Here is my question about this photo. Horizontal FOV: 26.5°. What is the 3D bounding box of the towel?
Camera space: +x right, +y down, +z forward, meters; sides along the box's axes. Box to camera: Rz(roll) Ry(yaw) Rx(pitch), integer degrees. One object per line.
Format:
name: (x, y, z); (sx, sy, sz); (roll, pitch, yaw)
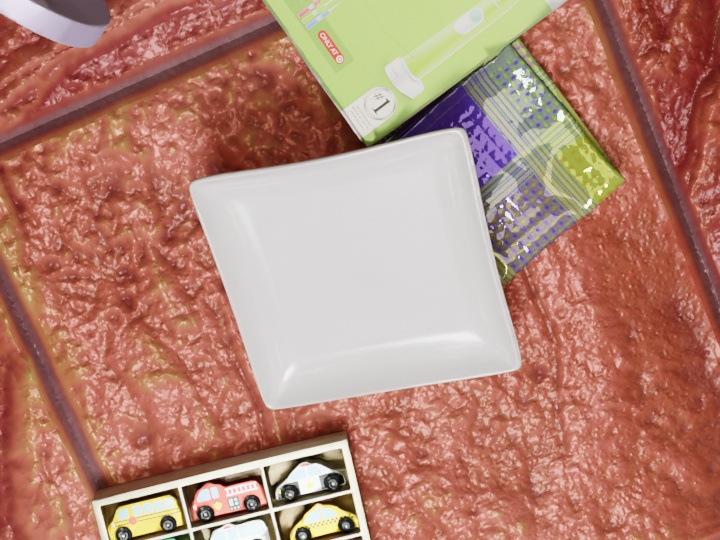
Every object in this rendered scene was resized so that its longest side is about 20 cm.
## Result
towel: (0.078, -0.055, 1.122); (0.200, 0.023, 0.144); (-38, 98, 5)

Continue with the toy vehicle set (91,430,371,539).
toy vehicle set: (-0.092, 0.206, 1.160); (0.198, 0.027, 0.125); (-14, 100, 1)

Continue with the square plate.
square plate: (0.000, 0.000, 1.091); (0.198, 0.029, 0.199); (-10, 120, 12)

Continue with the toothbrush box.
toothbrush box: (0.041, -0.205, 1.064); (0.199, 0.086, 0.146); (-36, 99, 5)

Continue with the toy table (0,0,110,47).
toy table: (-0.227, -0.254, 1.012); (0.199, 0.184, 0.117); (34, 114, -19)
